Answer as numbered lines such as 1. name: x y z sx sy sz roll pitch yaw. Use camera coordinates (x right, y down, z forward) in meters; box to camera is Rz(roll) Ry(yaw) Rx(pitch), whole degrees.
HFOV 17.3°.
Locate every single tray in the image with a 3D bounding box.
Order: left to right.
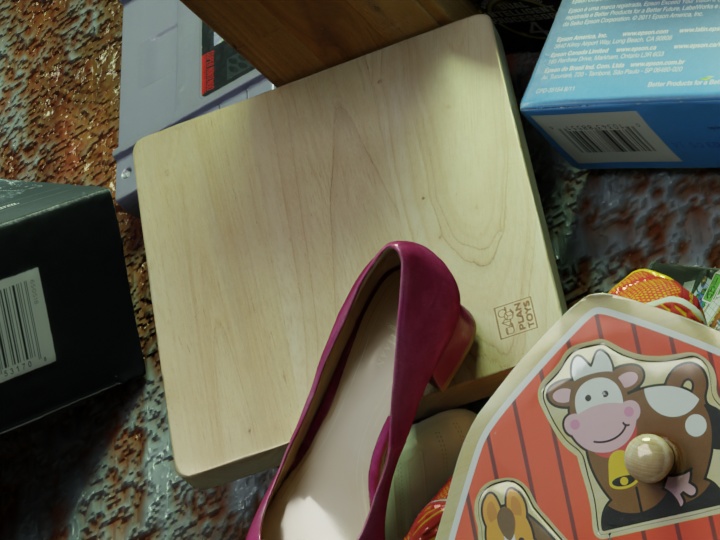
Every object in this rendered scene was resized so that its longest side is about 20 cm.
1. tray: -0.019 -0.138 1.182 0.098 0.200 0.037 -27 49 21

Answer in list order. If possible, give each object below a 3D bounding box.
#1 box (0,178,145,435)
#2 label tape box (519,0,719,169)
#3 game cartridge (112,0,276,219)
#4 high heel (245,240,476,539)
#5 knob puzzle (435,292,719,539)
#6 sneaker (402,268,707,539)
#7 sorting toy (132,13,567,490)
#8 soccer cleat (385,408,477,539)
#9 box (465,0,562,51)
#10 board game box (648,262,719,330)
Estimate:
1. box: -0.264 0.026 1.330 0.200 0.196 0.118 6 110 45
2. label tape box: 0.179 -0.149 1.157 0.144 0.063 0.200 2 61 44
3. game cartridge: -0.092 -0.139 1.431 0.129 0.038 0.200 -30 45 31
4. high heel: -0.013 0.083 1.037 0.067 0.096 0.200 31 83 27
5. knob puzzle: 0.115 0.106 0.973 0.219 0.030 0.220 -3 84 25
6. sneaker: 0.086 0.087 1.054 0.200 0.073 0.077 -47 9 11
7. sorting toy: 0.000 0.000 1.173 0.198 0.070 0.200 -19 57 13
8. soccer cleat: 0.007 0.157 1.102 0.200 0.069 0.078 -55 45 8
9. box: 0.020 -0.172 1.249 0.200 0.161 0.049 2 63 43
10. board game box: 0.137 0.092 1.055 0.105 0.023 0.200 9 69 45
